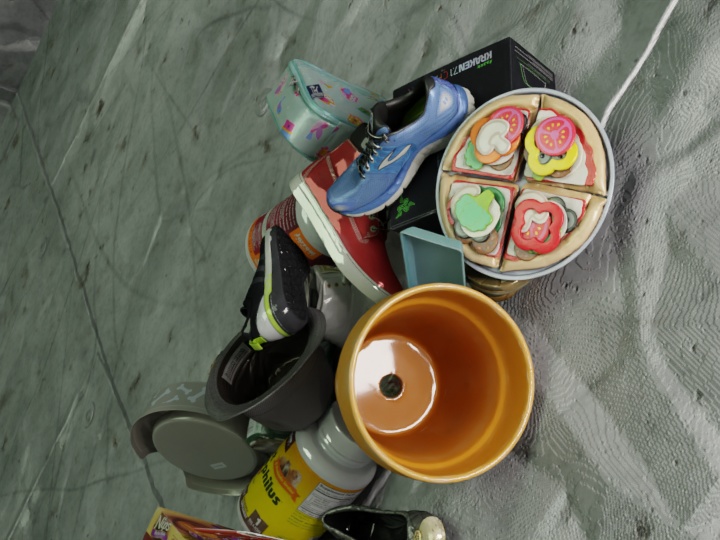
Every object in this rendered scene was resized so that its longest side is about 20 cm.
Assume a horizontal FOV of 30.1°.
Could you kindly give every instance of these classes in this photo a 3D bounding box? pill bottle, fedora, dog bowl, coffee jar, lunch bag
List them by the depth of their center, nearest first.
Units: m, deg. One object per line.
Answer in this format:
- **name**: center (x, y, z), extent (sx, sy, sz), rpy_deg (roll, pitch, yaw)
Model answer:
- **fedora**: center (-0.092, 0.129, 1.570), extent (0.177, 0.090, 0.200), rpy_deg (-43, 25, -6)
- **pill bottle**: center (-0.055, 0.245, 1.592), extent (0.200, 0.109, 0.109), rpy_deg (-51, 36, 29)
- **lunch bag**: center (-0.019, -0.186, 1.684), extent (0.077, 0.200, 0.161), rpy_deg (-52, 33, 24)
- **coffee jar**: center (-0.083, 0.132, 1.701), extent (0.085, 0.104, 0.200), rpy_deg (139, 141, -62)
- **pill bottle**: center (-0.058, -0.057, 1.764), extent (0.200, 0.109, 0.110), rpy_deg (-30, 50, 48)
- **dog bowl**: center (-0.200, 0.220, 1.765), extent (0.200, 0.200, 0.059), rpy_deg (-35, 30, 44)

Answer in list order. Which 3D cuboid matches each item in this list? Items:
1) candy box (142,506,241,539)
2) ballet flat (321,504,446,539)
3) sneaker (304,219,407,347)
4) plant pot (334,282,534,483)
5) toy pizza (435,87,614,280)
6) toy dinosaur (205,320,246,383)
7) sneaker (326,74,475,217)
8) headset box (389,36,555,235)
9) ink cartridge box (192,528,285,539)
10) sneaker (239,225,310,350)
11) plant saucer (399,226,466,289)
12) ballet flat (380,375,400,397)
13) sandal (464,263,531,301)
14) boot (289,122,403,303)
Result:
- **candy box**: center (-0.149, 0.352, 1.592), extent (0.117, 0.200, 0.057), rpy_deg (28, 94, 60)
- **ballet flat**: center (0.026, 0.295, 1.484), extent (0.200, 0.057, 0.067), rpy_deg (-11, 66, 56)
- **sneaker**: center (0.000, 0.000, 1.636), extent (0.074, 0.115, 0.200), rpy_deg (28, 96, 61)
- **plant pot**: center (0.057, 0.120, 1.425), extent (0.183, 0.200, 0.201), rpy_deg (163, 122, -72)
- **toy pizza**: center (0.160, -0.090, 1.355), extent (0.200, 0.032, 0.201), rpy_deg (-7, 78, 32)
- **toy dinosaur**: center (-0.143, 0.110, 1.781), extent (0.086, 0.135, 0.200), rpy_deg (11, 82, 59)
- **sneaker**: center (0.028, -0.142, 1.463), extent (0.200, 0.089, 0.079), rpy_deg (-45, 43, 19)
- **headset box**: center (0.126, -0.129, 1.496), extent (0.174, 0.093, 0.200), rpy_deg (-19, 57, 37)
- **ink cartridge box**: center (-0.082, 0.332, 1.496), extent (0.109, 0.200, 0.050), rpy_deg (-13, 62, 55)
- **sneaker**: center (-0.113, 0.020, 1.584), extent (0.083, 0.072, 0.200), rpy_deg (-33, 27, 18)
- **plant saucer**: center (0.084, 0.020, 1.432), extent (0.070, 0.200, 0.019), rpy_deg (17, 61, 18)
- **ballet flat**: center (0.043, 0.086, 1.569), extent (0.200, 0.064, 0.076), rpy_deg (-60, 34, 18)
- **sandal**: center (0.144, 0.005, 1.454), extent (0.080, 0.054, 0.200), rpy_deg (-30, 12, -11)
- **boot**: center (0.022, -0.070, 1.566), extent (0.144, 0.072, 0.200), rpy_deg (-37, 73, 15)
